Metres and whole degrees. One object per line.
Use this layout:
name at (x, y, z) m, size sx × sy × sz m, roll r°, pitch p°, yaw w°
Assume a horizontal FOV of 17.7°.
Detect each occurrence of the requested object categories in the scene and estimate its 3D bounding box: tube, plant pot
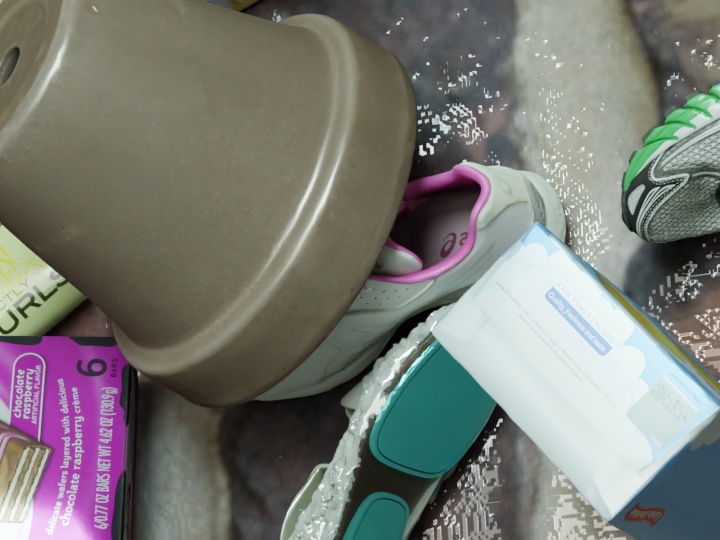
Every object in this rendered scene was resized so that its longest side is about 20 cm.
tube at (-0.198, 0.020, 1.243) m, size 0.200 × 0.058 × 0.052 m, roll -43°, pitch 23°, yaw 3°
plant pot at (-0.101, -0.057, 1.110) m, size 0.200 × 0.175 × 0.200 m, roll -38°, pitch 37°, yaw 36°

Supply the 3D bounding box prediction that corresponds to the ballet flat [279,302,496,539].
ballet flat at (0.003, 0.095, 1.129) m, size 0.072 × 0.072 × 0.200 m, roll 27°, pitch 88°, yaw 27°

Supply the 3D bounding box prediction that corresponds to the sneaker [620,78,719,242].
sneaker at (0.215, -0.049, 1.061) m, size 0.200 × 0.078 × 0.085 m, roll -16°, pitch 61°, yaw 19°

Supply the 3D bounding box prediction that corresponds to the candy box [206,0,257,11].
candy box at (-0.060, -0.212, 1.241) m, size 0.200 × 0.056 × 0.117 m, roll -28°, pitch 68°, yaw 15°

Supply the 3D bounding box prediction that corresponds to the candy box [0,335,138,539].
candy box at (-0.215, 0.103, 1.166) m, size 0.200 × 0.061 × 0.137 m, roll 0°, pitch 62°, yaw -1°

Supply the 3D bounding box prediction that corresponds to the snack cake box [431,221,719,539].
snack cake box at (0.121, 0.063, 1.008) m, size 0.067 × 0.200 × 0.115 m, roll -46°, pitch 64°, yaw 5°

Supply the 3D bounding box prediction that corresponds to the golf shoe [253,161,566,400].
golf shoe at (0.000, 0.000, 1.140) m, size 0.200 × 0.092 × 0.075 m, roll -30°, pitch 68°, yaw 15°
